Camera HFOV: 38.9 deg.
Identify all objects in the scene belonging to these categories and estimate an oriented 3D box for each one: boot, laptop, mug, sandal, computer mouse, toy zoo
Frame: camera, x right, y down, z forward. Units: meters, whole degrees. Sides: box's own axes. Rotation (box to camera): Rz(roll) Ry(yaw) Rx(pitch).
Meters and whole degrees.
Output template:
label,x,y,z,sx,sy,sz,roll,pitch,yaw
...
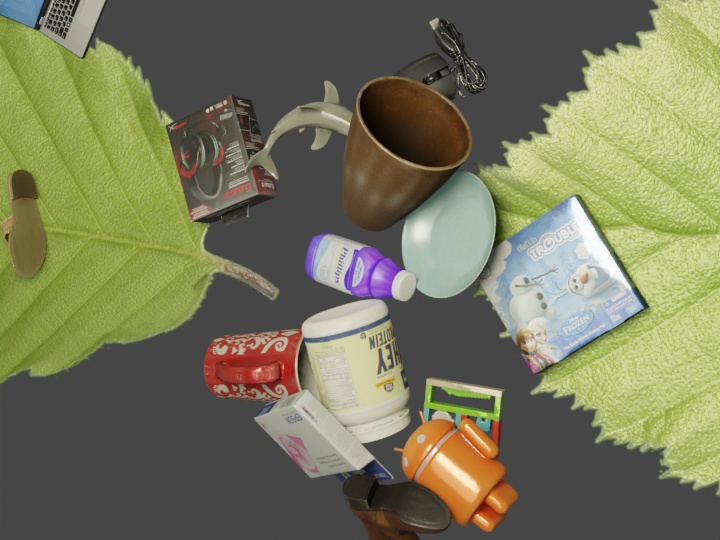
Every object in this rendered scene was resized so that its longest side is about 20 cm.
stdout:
label,x,y,z,sx,sy,sz,roll,pitch,yaw
boot,0.074,0.411,1.592,0.186,0.069,0.201,3,138,26
laptop,-0.588,-0.534,1.911,0.199,0.116,0.189,33,106,21
mug,-0.165,0.153,1.709,0.198,0.177,0.135,-3,63,30
sandal,-0.671,-0.086,2.002,0.069,0.077,0.215,-14,80,45
computer mouse,0.091,-0.296,1.629,0.199,0.053,0.139,-36,78,22
toy zoo,0.159,0.281,1.633,0.130,0.020,0.203,6,95,25

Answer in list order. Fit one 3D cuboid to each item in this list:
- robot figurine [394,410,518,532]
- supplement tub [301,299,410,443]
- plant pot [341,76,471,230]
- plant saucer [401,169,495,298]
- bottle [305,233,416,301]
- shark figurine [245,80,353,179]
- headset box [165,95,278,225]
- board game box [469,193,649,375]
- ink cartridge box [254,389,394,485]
label,x,y,z,sx,sy,sz,roll,pitch,yaw
robot figurine,0.144,0.311,1.566,0.199,0.116,0.144,39,152,19
supplement tub,-0.003,0.161,1.630,0.143,0.145,0.202,-12,97,25
plant pot,0.048,-0.160,1.578,0.187,0.186,0.201,47,138,16
plant saucer,0.146,-0.055,1.595,0.200,0.038,0.204,-15,69,47
bottle,0.000,0.000,1.654,0.199,0.065,0.085,20,101,37
shark figurine,-0.102,-0.245,1.695,0.212,0.089,0.130,-19,80,15
headset box,-0.239,-0.182,1.778,0.147,0.075,0.202,-18,84,24
board game box,0.298,0.023,1.546,0.199,0.043,0.200,-35,76,23
ink cartridge box,-0.064,0.284,1.631,0.200,0.043,0.196,47,152,-6
